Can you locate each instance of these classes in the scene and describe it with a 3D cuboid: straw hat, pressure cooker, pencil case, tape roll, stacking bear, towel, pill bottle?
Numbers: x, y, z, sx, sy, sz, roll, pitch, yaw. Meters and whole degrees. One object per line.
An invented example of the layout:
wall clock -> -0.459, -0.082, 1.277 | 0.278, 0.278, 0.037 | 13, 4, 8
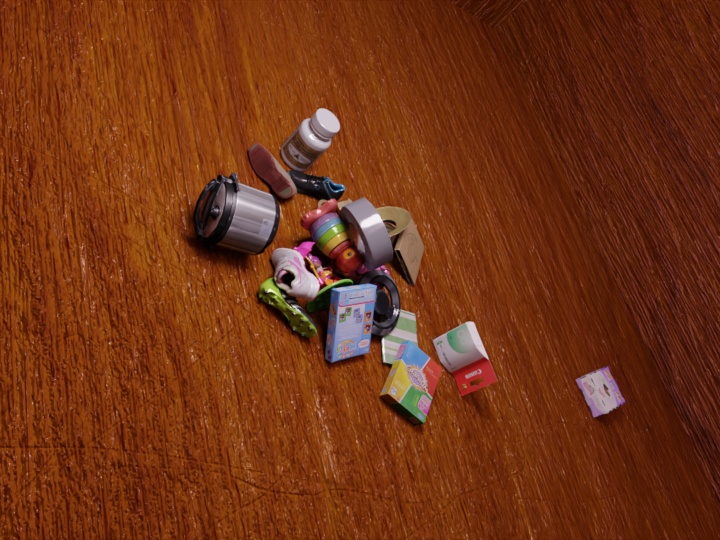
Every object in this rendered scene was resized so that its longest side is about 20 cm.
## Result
straw hat -> 0.080, -0.129, 1.902 | 0.201, 0.200, 0.086 | -60, 147, -47
pressure cooker -> -0.329, -0.144, 1.455 | 0.199, 0.178, 0.177 | 15, 56, -37
pencil case -> 0.000, 0.000, 1.742 | 0.199, 0.091, 0.094 | 25, 43, -33
tape roll -> 0.017, -0.102, 1.607 | 0.066, 0.200, 0.201 | -25, 80, -13
stacking bear -> -0.070, -0.083, 1.619 | 0.121, 0.114, 0.200 | -32, 78, -18
towel -> 0.121, 0.210, 1.764 | 0.152, 0.023, 0.201 | 20, 53, -32
pill bottle -> -0.158, -0.415, 1.788 | 0.114, 0.200, 0.115 | 23, 49, -30

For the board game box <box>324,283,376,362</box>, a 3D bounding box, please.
board game box -> -0.026, 0.144, 1.568 | 0.151, 0.036, 0.202 | -6, 106, -46

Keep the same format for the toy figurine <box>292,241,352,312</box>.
toy figurine -> -0.119, 0.002, 1.613 | 0.185, 0.150, 0.200 | 58, 19, 19

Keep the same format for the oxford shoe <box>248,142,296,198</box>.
oxford shoe -> -0.268, -0.301, 1.724 | 0.201, 0.070, 0.075 | 55, 14, 3

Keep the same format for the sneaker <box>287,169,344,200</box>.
sneaker -> -0.142, -0.282, 1.803 | 0.199, 0.082, 0.074 | 20, 50, -33

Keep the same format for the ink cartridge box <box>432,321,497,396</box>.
ink cartridge box -> 0.331, 0.286, 1.805 | 0.050, 0.161, 0.201 | 0, 64, -41

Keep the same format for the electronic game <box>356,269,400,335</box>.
electronic game -> 0.055, 0.097, 1.702 | 0.199, 0.041, 0.202 | 11, 75, -45

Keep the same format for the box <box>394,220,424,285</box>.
box -> 0.172, -0.075, 1.956 | 0.164, 0.021, 0.201 | 63, 32, -35

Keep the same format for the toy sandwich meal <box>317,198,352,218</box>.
toy sandwich meal -> -0.055, -0.155, 1.775 | 0.205, 0.070, 0.206 | 46, 24, -26

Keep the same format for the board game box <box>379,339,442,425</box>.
board game box -> 0.154, 0.332, 1.676 | 0.153, 0.040, 0.201 | 41, 49, -17

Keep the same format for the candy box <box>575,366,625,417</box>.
candy box -> 1.016, 0.510, 2.378 | 0.199, 0.071, 0.169 | -3, 66, -46

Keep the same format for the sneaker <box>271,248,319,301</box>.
sneaker -> -0.193, 0.002, 1.512 | 0.088, 0.082, 0.200 | 10, 25, -46

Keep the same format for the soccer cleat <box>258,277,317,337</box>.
soccer cleat -> -0.186, 0.098, 1.515 | 0.200, 0.067, 0.081 | 44, 33, -10
